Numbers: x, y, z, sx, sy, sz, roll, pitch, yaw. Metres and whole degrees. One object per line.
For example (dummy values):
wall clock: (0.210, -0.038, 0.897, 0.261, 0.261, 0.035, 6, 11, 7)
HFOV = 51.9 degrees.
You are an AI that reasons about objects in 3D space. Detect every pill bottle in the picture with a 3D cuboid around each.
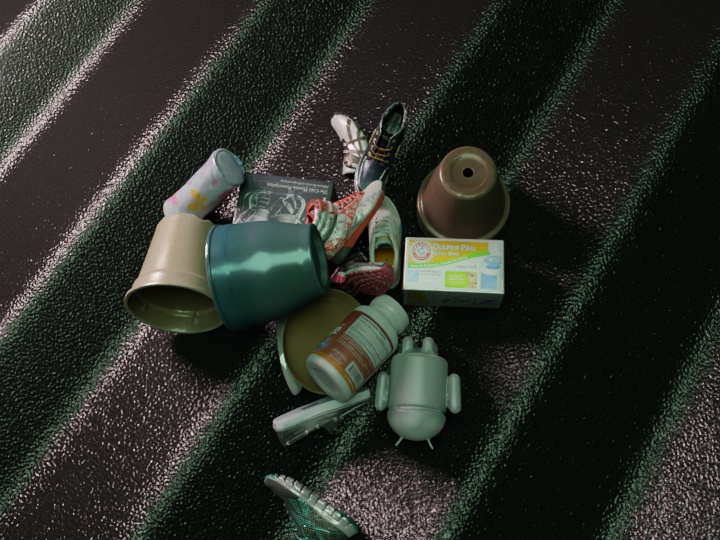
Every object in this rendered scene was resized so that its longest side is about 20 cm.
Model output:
pill bottle: (-0.001, 0.141, 1.398, 0.112, 0.113, 0.200, 39, 64, 15)

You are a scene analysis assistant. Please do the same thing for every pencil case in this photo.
pencil case: (-0.323, -0.164, 1.529, 0.083, 0.199, 0.091, 41, 31, -20)

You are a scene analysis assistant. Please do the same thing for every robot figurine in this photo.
robot figurine: (0.108, 0.230, 1.395, 0.166, 0.113, 0.204, -1, 70, 20)

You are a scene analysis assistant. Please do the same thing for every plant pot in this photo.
plant pot: (-0.354, -0.002, 1.481, 0.196, 0.202, 0.187, 0, 59, 4)
plant pot: (-0.066, 0.138, 1.441, 0.196, 0.027, 0.205, 4, 82, -28)
plant pot: (-0.159, -0.003, 1.355, 0.184, 0.200, 0.204, -11, 70, 10)
plant pot: (0.209, -0.160, 1.491, 0.196, 0.175, 0.204, -2, 70, 4)

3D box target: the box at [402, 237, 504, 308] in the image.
box: (0.183, 0.005, 1.473, 0.195, 0.102, 0.115, 2, 71, 4)

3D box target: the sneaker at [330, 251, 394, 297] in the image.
sneaker: (0.000, 0.000, 1.447, 0.080, 0.199, 0.076, 35, 70, -25)

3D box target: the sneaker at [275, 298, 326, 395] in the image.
sneaker: (-0.105, 0.138, 1.463, 0.116, 0.074, 0.204, -8, 72, -2)

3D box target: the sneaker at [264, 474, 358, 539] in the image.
sneaker: (-0.104, 0.451, 1.357, 0.198, 0.078, 0.092, 31, 79, 15)

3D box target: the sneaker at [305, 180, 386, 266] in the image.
sneaker: (-0.035, -0.120, 1.449, 0.107, 0.067, 0.203, 37, 73, -16)

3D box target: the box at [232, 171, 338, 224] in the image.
box: (-0.157, -0.089, 1.528, 0.196, 0.104, 0.186, 7, 73, 6)

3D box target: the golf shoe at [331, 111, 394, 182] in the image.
golf shoe: (-0.016, -0.254, 1.590, 0.094, 0.078, 0.201, -37, 71, -9)

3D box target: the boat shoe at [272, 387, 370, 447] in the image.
boat shoe: (-0.068, 0.284, 1.418, 0.197, 0.070, 0.067, -20, 93, -10)

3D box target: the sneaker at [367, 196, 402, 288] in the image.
sneaker: (0.051, -0.069, 1.520, 0.075, 0.081, 0.204, -8, 69, 3)

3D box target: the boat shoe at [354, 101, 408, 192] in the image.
boat shoe: (0.041, -0.246, 1.509, 0.070, 0.091, 0.203, 22, 83, 2)
